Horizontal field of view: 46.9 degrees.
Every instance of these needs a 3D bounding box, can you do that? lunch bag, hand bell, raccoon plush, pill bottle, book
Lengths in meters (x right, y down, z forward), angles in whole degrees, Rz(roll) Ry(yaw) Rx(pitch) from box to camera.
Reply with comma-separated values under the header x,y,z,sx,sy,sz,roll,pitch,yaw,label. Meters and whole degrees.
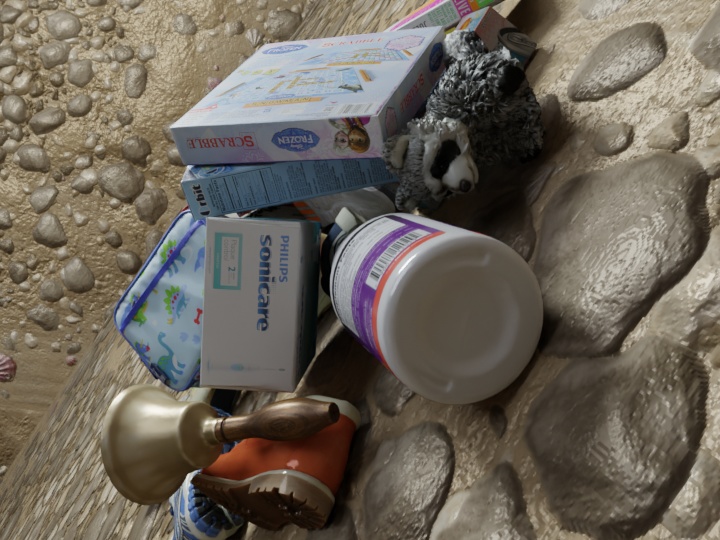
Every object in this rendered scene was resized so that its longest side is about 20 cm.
x,y,z,sx,sy,sz,roll,pitch,yaw,label
-0.202,0.036,1.018,0.200,0.161,0.082,-50,-20,15,lunch bag
-0.104,0.130,0.673,0.200,0.104,0.104,-14,41,31,hand bell
0.069,-0.126,0.714,0.134,0.097,0.200,-25,27,1,raccoon plush
0.040,0.017,0.610,0.112,0.111,0.200,-57,18,0,pill bottle
0.080,-0.284,0.940,0.200,0.048,0.134,-23,15,28,book

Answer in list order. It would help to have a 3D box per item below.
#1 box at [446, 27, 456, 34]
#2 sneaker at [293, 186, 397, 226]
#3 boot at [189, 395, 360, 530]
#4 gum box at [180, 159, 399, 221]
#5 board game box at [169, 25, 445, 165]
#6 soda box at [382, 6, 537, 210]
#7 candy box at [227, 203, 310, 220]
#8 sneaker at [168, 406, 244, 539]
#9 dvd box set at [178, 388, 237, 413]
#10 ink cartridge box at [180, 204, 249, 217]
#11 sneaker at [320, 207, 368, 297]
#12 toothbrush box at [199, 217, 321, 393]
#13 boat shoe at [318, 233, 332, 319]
x,y,z,sx,sy,sz,roll,pitch,yaw,label
0.073,-0.243,1.047,0.075,0.050,0.200,-35,30,46,box
0.000,-0.112,0.980,0.112,0.078,0.200,-49,28,-18,sneaker
-0.074,0.166,0.731,0.200,0.075,0.107,-19,38,49,boot
-0.057,-0.123,0.792,0.199,0.045,0.170,-10,32,5,gum box
-0.039,-0.163,0.765,0.199,0.041,0.200,2,36,24,board game box
0.091,-0.162,0.840,0.200,0.068,0.064,-58,19,-2,soda box
-0.118,-0.088,1.139,0.200,0.136,0.061,-84,-8,-52,candy box
-0.168,0.219,0.870,0.085,0.077,0.200,-55,18,19,sneaker
-0.226,0.207,1.095,0.200,0.029,0.147,-41,24,41,dvd box set
-0.117,-0.116,1.039,0.200,0.050,0.109,-37,7,-35,ink cartridge box
0.000,0.000,0.816,0.085,0.075,0.200,-61,12,8,sneaker
-0.088,0.024,0.786,0.200,0.085,0.147,-74,-13,-85,toothbrush box
-0.082,0.042,0.946,0.200,0.066,0.074,-55,18,8,boat shoe
